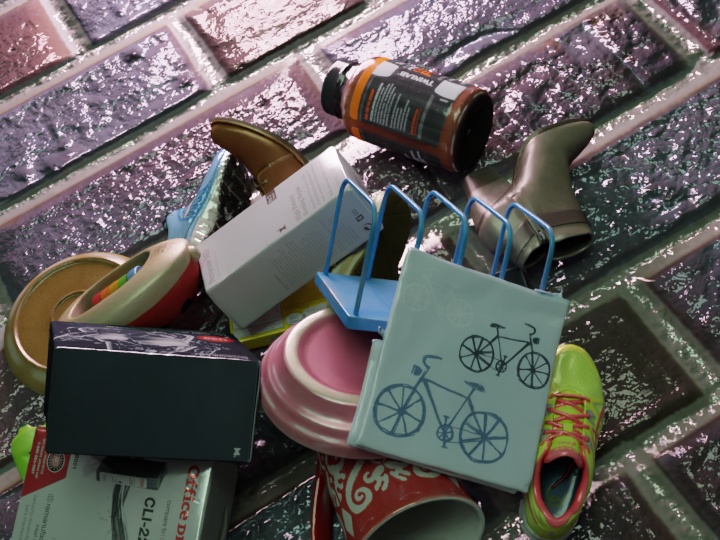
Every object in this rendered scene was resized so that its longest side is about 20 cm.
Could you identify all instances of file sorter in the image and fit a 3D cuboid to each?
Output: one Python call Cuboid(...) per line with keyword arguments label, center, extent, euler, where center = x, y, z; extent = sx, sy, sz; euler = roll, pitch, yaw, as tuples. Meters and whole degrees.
Cuboid(label="file sorter", center=(0.076, -0.010, 1.323), extent=(0.200, 0.123, 0.139), euler=(7, 16, -18))

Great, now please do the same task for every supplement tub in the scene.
Cuboid(label="supplement tub", center=(0.052, -0.194, 1.594), extent=(0.200, 0.107, 0.107), euler=(22, 64, 25))

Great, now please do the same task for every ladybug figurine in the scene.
Cuboid(label="ladybug figurine", center=(-0.252, 0.038, 1.475), extent=(0.200, 0.072, 0.136), euler=(-32, 20, 19))

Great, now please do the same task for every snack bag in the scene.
Cuboid(label="snack bag", center=(0.095, 0.092, 1.249), extent=(0.188, 0.021, 0.200), euler=(18, 79, -18))

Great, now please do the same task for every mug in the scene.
Cuboid(label="mug", center=(0.004, 0.206, 1.314), extent=(0.177, 0.134, 0.200), euler=(-30, 46, 2))

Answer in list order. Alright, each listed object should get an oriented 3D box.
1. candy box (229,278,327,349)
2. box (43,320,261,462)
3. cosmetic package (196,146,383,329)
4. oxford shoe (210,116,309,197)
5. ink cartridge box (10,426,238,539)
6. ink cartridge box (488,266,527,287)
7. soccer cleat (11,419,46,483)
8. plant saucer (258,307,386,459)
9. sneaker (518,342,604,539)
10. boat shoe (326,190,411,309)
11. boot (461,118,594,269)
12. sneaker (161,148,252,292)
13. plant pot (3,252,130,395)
Cuboid(label="candy box", center=(-0.055, 0.025, 1.521), extent=(0.200, 0.026, 0.102), euler=(-14, 51, 4))
Cuboid(label="box", center=(-0.214, 0.119, 1.336), extent=(0.200, 0.182, 0.104), euler=(5, 96, -15))
Cuboid(label="cosmetic package", center=(-0.081, -0.037, 1.464), extent=(0.200, 0.074, 0.102), euler=(-35, 34, 8))
Cuboid(label="oxford shoe", center=(-0.101, -0.111, 1.560), extent=(0.200, 0.071, 0.071), euler=(34, 71, 1))
Cuboid(label="ink cartridge box", center=(-0.239, 0.247, 1.352), extent=(0.200, 0.084, 0.145), euler=(7, 77, 12))
Cuboid(label="ink cartridge box", center=(0.105, 0.108, 1.417), extent=(0.200, 0.043, 0.198), euler=(-18, 55, 3))
Cuboid(label="soccer cleat", center=(-0.282, 0.183, 1.455), extent=(0.200, 0.068, 0.081), euler=(-18, 77, -3))
Cuboid(label="plant saucer", center=(-0.001, 0.098, 1.300), extent=(0.200, 0.051, 0.201), euler=(2, 36, -2))
Cuboid(label="sneaker", center=(0.202, 0.166, 1.293), extent=(0.078, 0.090, 0.200), euler=(6, 77, 3))
Cuboid(label="boat shoe", center=(0.000, 0.000, 1.473), extent=(0.066, 0.074, 0.200), euler=(-14, 41, 41))
Cuboid(label="boot", center=(0.216, -0.082, 1.496), extent=(0.200, 0.070, 0.146), euler=(-29, 54, -11))
Cuboid(label="sneaker", center=(-0.197, -0.069, 1.590), extent=(0.090, 0.078, 0.200), euler=(4, 55, 24))
Cuboid(label="plant pot", center=(-0.332, 0.056, 1.568), extent=(0.200, 0.028, 0.200), euler=(-7, 55, 9))
